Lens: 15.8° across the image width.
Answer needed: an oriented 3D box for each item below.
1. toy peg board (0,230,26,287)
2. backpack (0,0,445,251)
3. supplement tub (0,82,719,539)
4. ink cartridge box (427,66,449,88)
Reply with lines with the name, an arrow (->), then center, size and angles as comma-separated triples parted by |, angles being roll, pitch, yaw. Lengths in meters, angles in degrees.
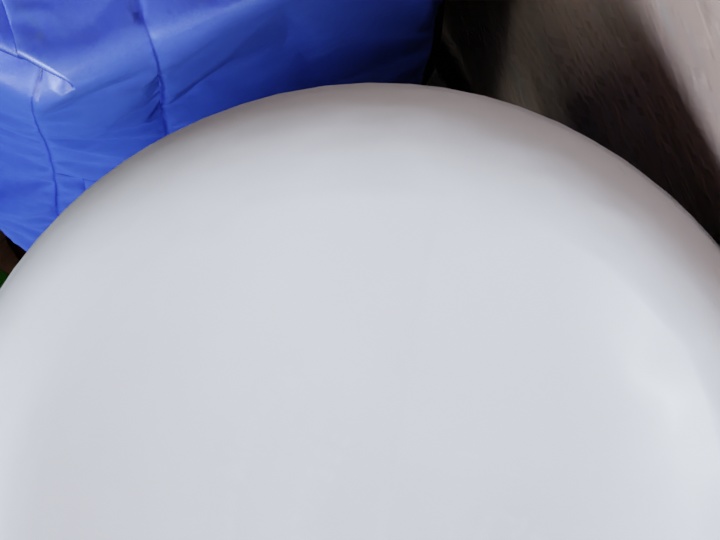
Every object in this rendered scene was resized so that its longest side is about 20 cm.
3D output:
toy peg board -> -0.114, 0.058, 0.782 | 0.098, 0.200, 0.200 | 27, 155, 45
backpack -> -0.070, -0.089, 0.622 | 0.200, 0.167, 0.163 | 81, 172, -77
supplement tub -> -0.002, 0.042, 0.498 | 0.200, 0.145, 0.146 | -179, 67, -86
ink cartridge box -> 0.000, 0.000, 0.782 | 0.200, 0.084, 0.145 | -114, 2, -55
